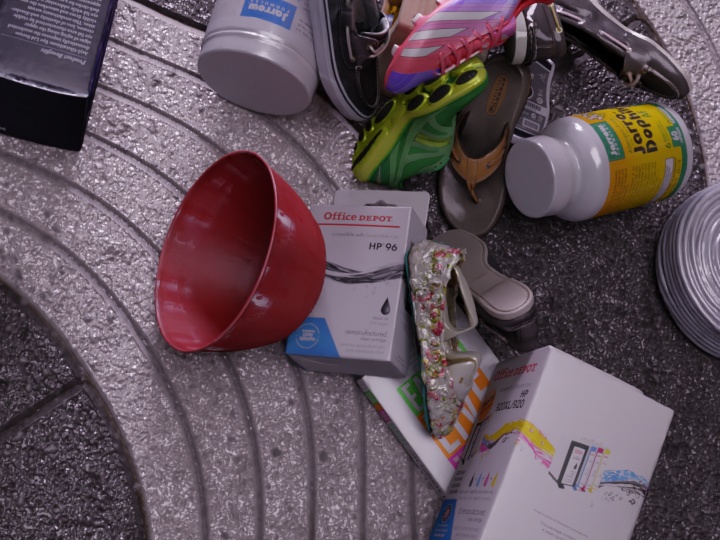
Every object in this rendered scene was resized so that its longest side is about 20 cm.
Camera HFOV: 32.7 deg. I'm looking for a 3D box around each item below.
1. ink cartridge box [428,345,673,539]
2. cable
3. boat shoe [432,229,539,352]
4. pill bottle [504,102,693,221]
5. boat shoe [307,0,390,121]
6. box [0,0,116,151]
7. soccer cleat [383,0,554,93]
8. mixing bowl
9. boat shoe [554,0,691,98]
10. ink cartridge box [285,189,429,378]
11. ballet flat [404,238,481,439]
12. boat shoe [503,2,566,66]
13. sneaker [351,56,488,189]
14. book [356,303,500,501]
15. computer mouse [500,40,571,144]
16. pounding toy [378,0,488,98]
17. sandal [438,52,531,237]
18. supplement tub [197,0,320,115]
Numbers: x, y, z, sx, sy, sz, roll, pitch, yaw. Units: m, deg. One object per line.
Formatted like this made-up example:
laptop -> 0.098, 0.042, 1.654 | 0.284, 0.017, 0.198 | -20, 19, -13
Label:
ink cartridge box -> 0.183, 0.200, 1.196 | 0.143, 0.147, 0.203 | 26, 75, -9
cable -> 0.436, -0.002, 1.401 | 0.197, 0.069, 0.203 | -15, 80, -19
boat shoe -> 0.124, 0.021, 1.268 | 0.066, 0.200, 0.058 | -25, 121, -10
pill bottle -> 0.258, -0.117, 1.339 | 0.197, 0.113, 0.115 | -13, 79, -31
boat shoe -> -0.005, -0.239, 1.241 | 0.070, 0.202, 0.072 | 6, 41, 28
box -> -0.301, -0.244, 1.217 | 0.103, 0.148, 0.203 | 13, 73, -12
soccer cleat -> 0.106, -0.236, 1.201 | 0.076, 0.067, 0.200 | 43, 76, 11
mixing bowl -> -0.104, -0.002, 1.201 | 0.107, 0.199, 0.204 | 23, 68, -36
boat shoe -> 0.279, -0.248, 1.382 | 0.200, 0.067, 0.057 | 42, 79, 10
ink cartridge box -> 0.000, 0.000, 1.252 | 0.114, 0.068, 0.203 | 2, 71, 19
ballet flat -> 0.086, 0.069, 1.209 | 0.063, 0.076, 0.204 | -4, 101, 19
boat shoe -> 0.182, -0.298, 1.345 | 0.059, 0.072, 0.203 | 0, 49, -4
sneaker -> 0.070, -0.156, 1.284 | 0.083, 0.200, 0.075 | 22, 49, -29
book -> 0.104, 0.155, 1.281 | 0.133, 0.048, 0.201 | -38, 90, -19
computer mouse -> 0.183, -0.226, 1.407 | 0.108, 0.044, 0.203 | 22, 65, -14
pounding toy -> 0.073, -0.307, 1.311 | 0.140, 0.200, 0.187 | 19, 71, -9
sandal -> 0.133, -0.137, 1.326 | 0.081, 0.055, 0.203 | 21, 99, 14
supplement tub -> -0.085, -0.283, 1.297 | 0.130, 0.132, 0.203 | 19, 70, -10
